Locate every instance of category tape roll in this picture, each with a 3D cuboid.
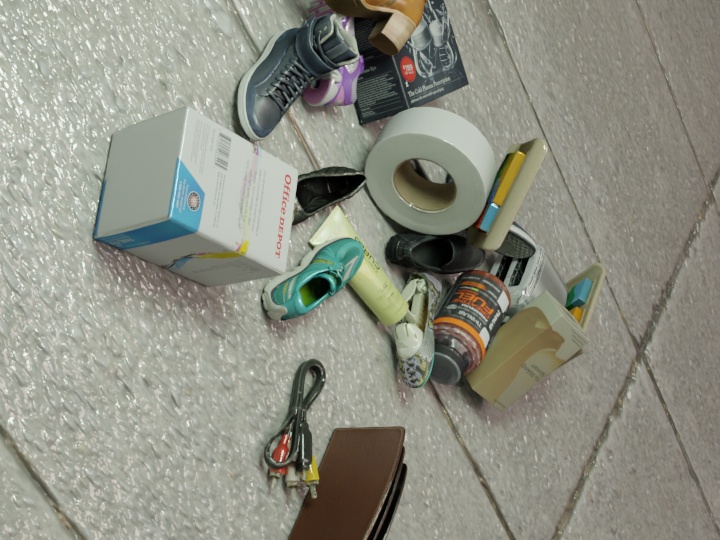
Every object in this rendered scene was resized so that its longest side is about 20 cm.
[{"bbox_3d":[0.109,-0.153,1.753,0.203,0.201,0.071,55,41,-28],"label":"tape roll"}]

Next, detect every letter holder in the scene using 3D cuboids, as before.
[{"bbox_3d":[0.008,0.329,1.573,0.101,0.141,0.201,50,47,-32],"label":"letter holder"}]

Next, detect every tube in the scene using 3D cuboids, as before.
[{"bbox_3d":[0.000,0.000,1.711,0.200,0.052,0.058,52,19,-25],"label":"tube"}]

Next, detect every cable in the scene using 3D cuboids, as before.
[{"bbox_3d":[-0.096,0.216,1.568,0.096,0.050,0.202,19,54,-30],"label":"cable"}]

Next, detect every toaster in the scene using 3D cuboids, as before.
[{"bbox_3d":[0.298,0.042,2.013,0.130,0.113,0.201,58,43,-31],"label":"toaster"}]

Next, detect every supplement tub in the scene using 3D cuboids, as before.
[{"bbox_3d":[0.171,0.097,1.854,0.107,0.106,0.201,58,43,-25],"label":"supplement tub"}]

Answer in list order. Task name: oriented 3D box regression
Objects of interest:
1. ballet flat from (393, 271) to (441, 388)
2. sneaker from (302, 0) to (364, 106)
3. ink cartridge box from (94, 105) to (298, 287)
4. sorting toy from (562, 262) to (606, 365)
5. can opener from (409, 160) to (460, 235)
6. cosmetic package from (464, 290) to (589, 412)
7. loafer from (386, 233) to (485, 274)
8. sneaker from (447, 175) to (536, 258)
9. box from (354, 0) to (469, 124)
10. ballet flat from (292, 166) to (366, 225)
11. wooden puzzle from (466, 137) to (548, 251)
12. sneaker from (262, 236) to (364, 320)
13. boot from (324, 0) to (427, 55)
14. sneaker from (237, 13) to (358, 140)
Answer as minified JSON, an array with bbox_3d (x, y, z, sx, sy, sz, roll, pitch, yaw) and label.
[{"bbox_3d":[0.083,0.087,1.780,0.072,0.072,0.202,40,48,-39],"label":"ballet flat"},{"bbox_3d":[-0.033,-0.338,1.711,0.088,0.080,0.202,15,76,-43],"label":"sneaker"},{"bbox_3d":[-0.200,-0.084,1.397,0.199,0.145,0.148,27,61,-45],"label":"ink cartridge box"},{"bbox_3d":[0.365,0.094,2.052,0.036,0.185,0.201,32,53,-13],"label":"sorting toy"},{"bbox_3d":[0.111,-0.139,1.872,0.201,0.053,0.067,56,45,-29],"label":"can opener"},{"bbox_3d":[0.278,0.139,1.905,0.105,0.200,0.071,36,18,-39],"label":"cosmetic package"},{"bbox_3d":[0.134,-0.025,1.830,0.199,0.070,0.069,4,95,-37],"label":"loafer"},{"bbox_3d":[0.236,-0.121,1.970,0.201,0.077,0.147,30,55,-17],"label":"sneaker"},{"bbox_3d":[0.064,-0.357,1.819,0.200,0.103,0.184,-32,106,-50],"label":"box"},{"bbox_3d":[-0.065,-0.117,1.644,0.200,0.056,0.067,-32,107,-49],"label":"ballet flat"},{"bbox_3d":[0.220,-0.122,1.751,0.037,0.200,0.186,26,93,-6],"label":"wooden puzzle"},{"bbox_3d":[-0.052,0.016,1.605,0.200,0.079,0.078,-40,115,-42],"label":"sneaker"},{"bbox_3d":[0.022,-0.439,1.663,0.200,0.073,0.156,43,64,-35],"label":"boot"},{"bbox_3d":[-0.086,-0.277,1.572,0.077,0.145,0.204,46,51,-37],"label":"sneaker"}]
